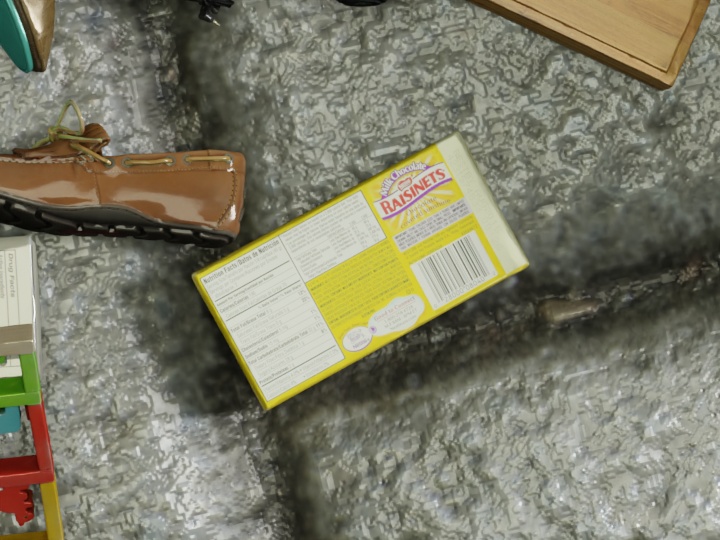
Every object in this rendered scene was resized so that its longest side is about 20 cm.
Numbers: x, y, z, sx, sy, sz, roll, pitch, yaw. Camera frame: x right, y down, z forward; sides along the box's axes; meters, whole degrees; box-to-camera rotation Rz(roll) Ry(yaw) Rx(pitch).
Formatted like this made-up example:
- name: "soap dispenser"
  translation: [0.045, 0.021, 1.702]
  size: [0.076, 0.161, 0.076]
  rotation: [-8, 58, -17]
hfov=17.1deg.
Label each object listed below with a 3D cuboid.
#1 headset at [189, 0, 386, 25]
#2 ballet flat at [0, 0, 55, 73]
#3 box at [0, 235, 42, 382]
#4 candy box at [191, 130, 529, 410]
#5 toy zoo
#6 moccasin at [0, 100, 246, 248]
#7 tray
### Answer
- name: "headset"
  translation: [-0.019, -0.221, 1.522]
  size: [0.200, 0.094, 0.124]
  rotation: [-30, 79, 17]
- name: "ballet flat"
  translation: [-0.238, -0.224, 1.531]
  size: [0.072, 0.068, 0.200]
  rotation: [-35, 89, -25]
- name: "box"
  translation: [-0.301, 0.032, 1.502]
  size: [0.200, 0.078, 0.095]
  rotation: [-2, 84, -7]
- name: "candy box"
  translation: [0.000, 0.000, 1.565]
  size: [0.200, 0.026, 0.102]
  rotation: [-28, 90, -6]
- name: "toy zoo"
  translation: [-0.256, 0.127, 1.489]
  size: [0.131, 0.020, 0.200]
  rotation: [-7, 123, -4]
- name: "moccasin"
  translation: [-0.173, -0.063, 1.525]
  size: [0.201, 0.074, 0.078]
  rotation: [5, 79, -3]
- name: "tray"
  translation: [0.133, -0.206, 1.579]
  size: [0.200, 0.037, 0.099]
  rotation: [24, 86, -5]
